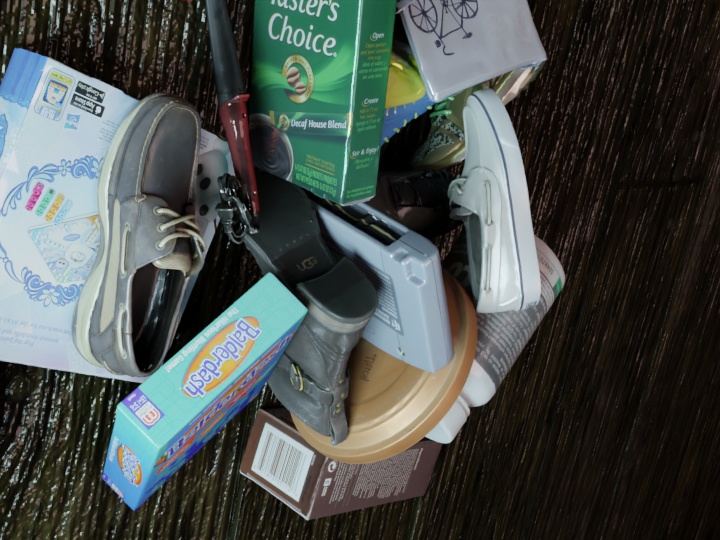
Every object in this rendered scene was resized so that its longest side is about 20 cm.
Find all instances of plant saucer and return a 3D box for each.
[{"bbox_3d":[0.012,0.075,0.912,0.032,0.200,0.201,40,77,-40],"label":"plant saucer"}]

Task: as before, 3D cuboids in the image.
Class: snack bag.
[{"bbox_3d":[0.090,-0.261,0.904,0.188,0.021,0.201,-27,102,-43],"label":"snack bag"}]

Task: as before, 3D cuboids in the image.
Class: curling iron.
[{"bbox_3d":[-0.096,-0.121,0.749,0.050,0.025,0.201,1,83,-81],"label":"curling iron"}]

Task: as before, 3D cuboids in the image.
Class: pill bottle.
[{"bbox_3d":[0.101,0.057,0.966,0.200,0.113,0.113,-54,143,-19],"label":"pill bottle"}]

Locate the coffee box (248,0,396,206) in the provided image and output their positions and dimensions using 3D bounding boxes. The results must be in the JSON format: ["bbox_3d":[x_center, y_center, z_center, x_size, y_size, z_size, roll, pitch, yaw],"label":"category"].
[{"bbox_3d":[-0.033,-0.165,0.786,0.044,0.123,0.201,-17,123,-43],"label":"coffee box"}]

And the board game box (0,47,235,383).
[{"bbox_3d":[-0.192,-0.027,0.723,0.200,0.043,0.200,21,91,-55],"label":"board game box"}]

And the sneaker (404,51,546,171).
[{"bbox_3d":[0.096,-0.178,1.010,0.089,0.077,0.200,45,71,-20],"label":"sneaker"}]

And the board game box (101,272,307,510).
[{"bbox_3d":[-0.127,0.100,0.789,0.152,0.045,0.200,-43,173,-29],"label":"board game box"}]

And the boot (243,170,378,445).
[{"bbox_3d":[-0.064,0.034,0.844,0.069,0.200,0.174,-22,149,-30],"label":"boot"}]

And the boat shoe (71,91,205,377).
[{"bbox_3d":[-0.138,-0.020,0.697,0.074,0.073,0.201,-3,111,-53],"label":"boat shoe"}]

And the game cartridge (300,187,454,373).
[{"bbox_3d":[0.000,0.000,0.851,0.040,0.200,0.134,-32,134,-27],"label":"game cartridge"}]

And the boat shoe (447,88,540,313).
[{"bbox_3d":[0.110,-0.061,0.903,0.065,0.072,0.201,-10,92,-8],"label":"boat shoe"}]

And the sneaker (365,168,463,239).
[{"bbox_3d":[0.043,-0.068,0.941,0.200,0.090,0.076,-1,77,-61],"label":"sneaker"}]

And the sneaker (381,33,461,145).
[{"bbox_3d":[0.018,-0.154,0.912,0.199,0.076,0.105,-7,129,-45],"label":"sneaker"}]

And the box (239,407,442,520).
[{"bbox_3d":[-0.016,0.186,1.022,0.200,0.100,0.075,4,107,-52],"label":"box"}]
